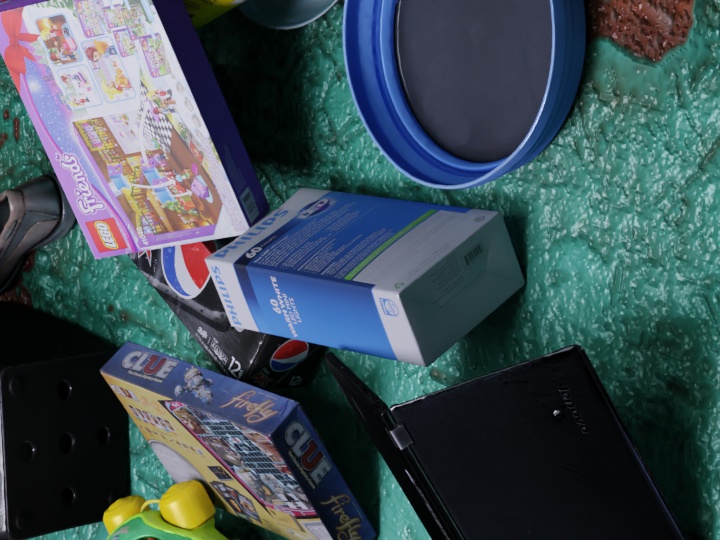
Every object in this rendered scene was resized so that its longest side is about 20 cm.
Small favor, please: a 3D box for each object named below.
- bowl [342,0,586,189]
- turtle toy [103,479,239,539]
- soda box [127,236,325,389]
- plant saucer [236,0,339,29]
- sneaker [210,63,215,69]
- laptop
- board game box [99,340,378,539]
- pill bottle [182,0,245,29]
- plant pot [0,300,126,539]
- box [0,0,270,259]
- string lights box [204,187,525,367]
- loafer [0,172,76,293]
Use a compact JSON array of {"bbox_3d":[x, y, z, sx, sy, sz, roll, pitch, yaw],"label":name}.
[{"bbox_3d":[0.068,-0.154,1.459,0.200,0.039,0.202,8,100,49],"label":"bowl"},{"bbox_3d":[-0.134,0.239,1.658,0.200,0.101,0.146,-20,100,49],"label":"turtle toy"},{"bbox_3d":[-0.106,0.001,1.650,0.200,0.071,0.064,48,123,34],"label":"soda box"},{"bbox_3d":[-0.046,-0.271,1.586,0.200,0.027,0.201,6,98,48],"label":"plant saucer"},{"bbox_3d":[-0.173,-0.135,1.715,0.200,0.114,0.076,-111,29,-72],"label":"sneaker"},{"bbox_3d":[0.094,0.124,1.410,0.188,0.116,0.200,60,172,-21],"label":"laptop"},{"bbox_3d":[-0.089,0.129,1.617,0.200,0.035,0.136,17,145,46],"label":"board game box"},{"bbox_3d":[-0.138,-0.221,1.591,0.200,0.109,0.110,-23,77,46],"label":"pill bottle"},{"bbox_3d":[-0.297,0.131,1.807,0.177,0.199,0.201,1,95,37],"label":"plant pot"},{"bbox_3d":[-0.161,-0.110,1.567,0.136,0.039,0.201,-8,117,28],"label":"box"},{"bbox_3d":[0.000,0.000,1.496,0.200,0.103,0.059,10,129,49],"label":"string lights box"},{"bbox_3d":[-0.312,-0.029,1.889,0.200,0.063,0.072,-34,69,45],"label":"loafer"}]
